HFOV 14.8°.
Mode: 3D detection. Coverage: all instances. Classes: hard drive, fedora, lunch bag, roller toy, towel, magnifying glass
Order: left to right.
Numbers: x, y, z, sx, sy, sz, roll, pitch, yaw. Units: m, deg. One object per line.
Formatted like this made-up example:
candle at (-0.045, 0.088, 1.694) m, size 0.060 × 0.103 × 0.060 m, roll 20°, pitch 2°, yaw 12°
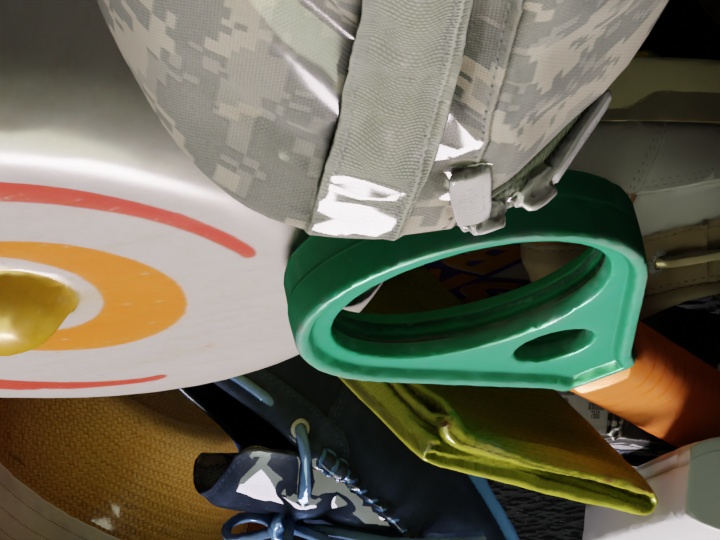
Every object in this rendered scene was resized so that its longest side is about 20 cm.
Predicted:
roller toy at (-0.078, -0.047, 0.650) m, size 0.199 × 0.141 × 0.182 m, roll 7°, pitch 159°, yaw -16°
fedora at (-0.082, 0.051, 0.937) m, size 0.200 × 0.201 × 0.082 m, roll 20°, pitch 113°, yaw -40°
towel at (0.000, 0.000, 0.757) m, size 0.086 × 0.200 × 0.018 m, roll 15°, pitch 111°, yaw -39°
lunch bag at (0.008, -0.112, 0.440) m, size 0.138 × 0.169 × 0.200 m, roll 3°, pitch 159°, yaw -4°
magnifying glass at (0.048, 0.016, 0.658) m, size 0.079 × 0.023 × 0.200 m, roll -22°, pitch 160°, yaw 20°
hard drive at (0.140, 0.072, 0.776) m, size 0.131 × 0.026 × 0.200 m, roll 7°, pitch 172°, yaw -2°

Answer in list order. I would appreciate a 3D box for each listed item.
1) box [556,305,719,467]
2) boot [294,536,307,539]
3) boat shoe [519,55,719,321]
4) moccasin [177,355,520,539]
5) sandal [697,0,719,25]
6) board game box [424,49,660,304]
box at (0.120, 0.044, 0.876) m, size 0.192 × 0.048 × 0.200 m, roll 7°, pitch 176°, yaw -21°
boot at (-0.119, 0.114, 1.122) m, size 0.187 × 0.069 × 0.200 m, roll 16°, pitch 166°, yaw -31°
boat shoe at (0.114, -0.020, 0.758) m, size 0.199 × 0.069 × 0.075 m, roll 2°, pitch -176°, yaw -38°
moccasin at (-0.029, 0.049, 0.860) m, size 0.200 × 0.068 × 0.080 m, roll 48°, pitch 157°, yaw -5°
sandal at (0.099, -0.076, 0.680) m, size 0.200 × 0.058 × 0.080 m, roll -10°, pitch 157°, yaw 26°
board game box at (0.043, -0.018, 0.882) m, size 0.199 × 0.030 × 0.095 m, roll -15°, pitch 154°, yaw 42°
